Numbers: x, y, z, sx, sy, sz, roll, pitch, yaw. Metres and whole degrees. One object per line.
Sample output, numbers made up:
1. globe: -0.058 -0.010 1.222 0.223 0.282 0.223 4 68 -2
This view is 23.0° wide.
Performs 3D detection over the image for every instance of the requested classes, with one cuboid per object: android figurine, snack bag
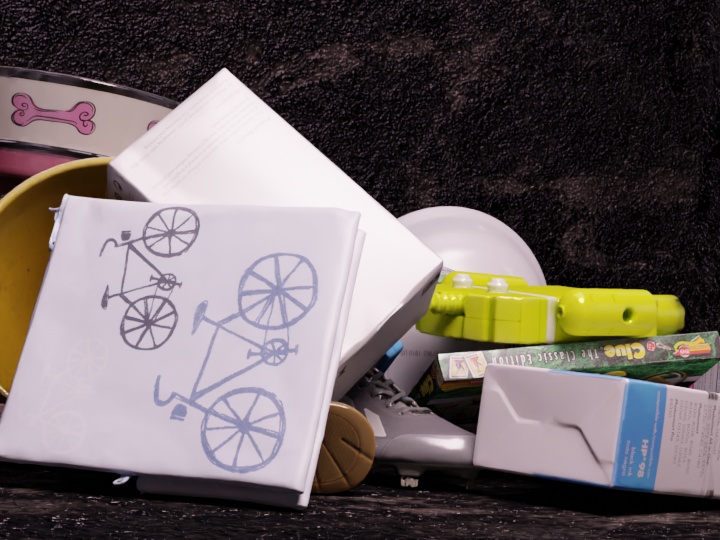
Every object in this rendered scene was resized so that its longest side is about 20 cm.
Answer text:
1. android figurine: 0.120 0.026 1.226 0.198 0.042 0.182 3 3 -27
2. snack bag: -0.107 0.043 1.031 0.198 0.190 0.021 3 -30 13

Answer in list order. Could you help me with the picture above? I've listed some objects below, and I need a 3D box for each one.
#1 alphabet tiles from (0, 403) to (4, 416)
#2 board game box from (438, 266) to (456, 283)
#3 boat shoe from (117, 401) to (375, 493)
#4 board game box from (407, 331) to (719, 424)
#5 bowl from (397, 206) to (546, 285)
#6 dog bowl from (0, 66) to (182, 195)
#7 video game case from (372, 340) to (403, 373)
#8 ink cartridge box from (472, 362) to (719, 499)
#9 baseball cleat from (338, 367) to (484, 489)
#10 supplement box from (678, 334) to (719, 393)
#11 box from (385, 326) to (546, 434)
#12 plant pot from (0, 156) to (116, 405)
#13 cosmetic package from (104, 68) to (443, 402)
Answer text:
1. alphabet tiles: -0.360 0.113 1.443 0.165 0.006 0.200 3 -1 20
2. board game box: 0.000 0.000 1.399 0.134 0.029 0.199 21 9 30
3. boat shoe: -0.091 0.098 1.071 0.198 0.074 0.065 13 -6 -4
4. board game box: 0.136 0.075 1.204 0.198 0.024 0.105 -4 -24 -14
5. bowl: 0.082 0.051 1.543 0.199 0.203 0.090 3 10 -11
6. dog bowl: -0.216 -0.091 1.289 0.198 0.075 0.200 9 -5 1
7. video game case: -0.044 0.040 1.296 0.018 0.143 0.200 -37 -9 -25
8. ink cartridge box: 0.181 0.106 1.125 0.199 0.067 0.115 11 -6 -43
9. baseball cleat: -0.001 0.081 1.164 0.198 0.108 0.070 5 -4 34
10. supplement box: 0.278 0.101 1.319 0.100 0.105 0.200 4 1 -15
11. box: 0.085 0.089 1.396 0.182 0.106 0.200 3 0 -11
12. plant pot: -0.168 0.045 1.207 0.198 0.202 0.142 3 -26 -8
13. cosmetic package: -0.057 -0.018 1.131 0.113 0.200 0.081 -40 -14 -24
